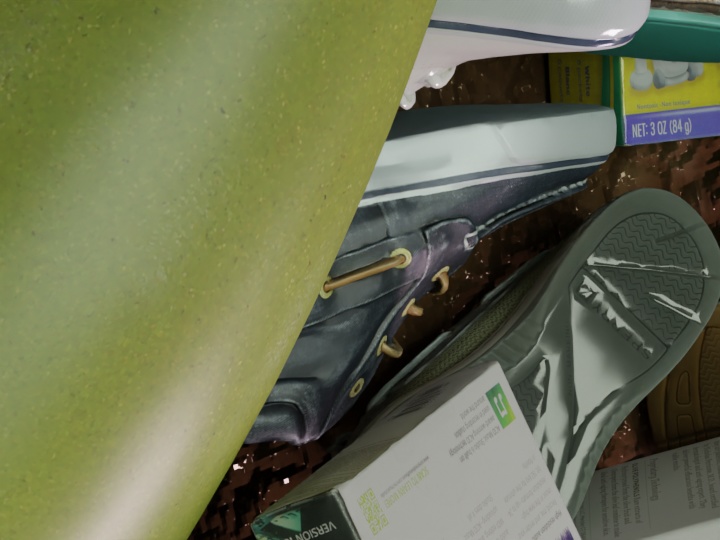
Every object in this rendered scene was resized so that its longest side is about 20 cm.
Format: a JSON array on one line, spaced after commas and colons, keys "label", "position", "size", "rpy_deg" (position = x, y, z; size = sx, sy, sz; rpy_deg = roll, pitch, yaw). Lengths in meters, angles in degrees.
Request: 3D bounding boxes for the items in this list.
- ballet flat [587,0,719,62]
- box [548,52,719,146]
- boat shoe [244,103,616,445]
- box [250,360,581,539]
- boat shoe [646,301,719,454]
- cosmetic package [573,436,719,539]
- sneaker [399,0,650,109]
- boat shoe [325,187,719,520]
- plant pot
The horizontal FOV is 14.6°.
[{"label": "ballet flat", "position": [0.063, -0.105, 0.939], "size": [0.199, 0.068, 0.068], "rpy_deg": [0, 83, -10]}, {"label": "box", "position": [0.121, -0.149, 1.019], "size": [0.117, 0.048, 0.201], "rpy_deg": [-8, 96, -33]}, {"label": "boat shoe", "position": [0.000, 0.000, 0.939], "size": [0.200, 0.071, 0.091], "rpy_deg": [-13, 102, -25]}, {"label": "box", "position": [0.047, 0.140, 0.864], "size": [0.201, 0.036, 0.144], "rpy_deg": [64, 26, -2]}, {"label": "boat shoe", "position": [0.174, 0.090, 1.063], "size": [0.200, 0.071, 0.069], "rpy_deg": [60, 37, -13]}, {"label": "cosmetic package", "position": [0.167, 0.110, 0.980], "size": [0.199, 0.085, 0.108], "rpy_deg": [-15, 105, 7]}, {"label": "sneaker", "position": [-0.008, -0.073, 0.880], "size": [0.073, 0.199, 0.071], "rpy_deg": [-56, 146, -63]}, {"label": "boat shoe", "position": [0.045, 0.052, 0.973], "size": [0.074, 0.065, 0.202], "rpy_deg": [44, 70, -10]}, {"label": "plant pot", "position": [-0.070, -0.041, 0.781], "size": [0.187, 0.187, 0.200], "rpy_deg": [38, 93, -29]}]
